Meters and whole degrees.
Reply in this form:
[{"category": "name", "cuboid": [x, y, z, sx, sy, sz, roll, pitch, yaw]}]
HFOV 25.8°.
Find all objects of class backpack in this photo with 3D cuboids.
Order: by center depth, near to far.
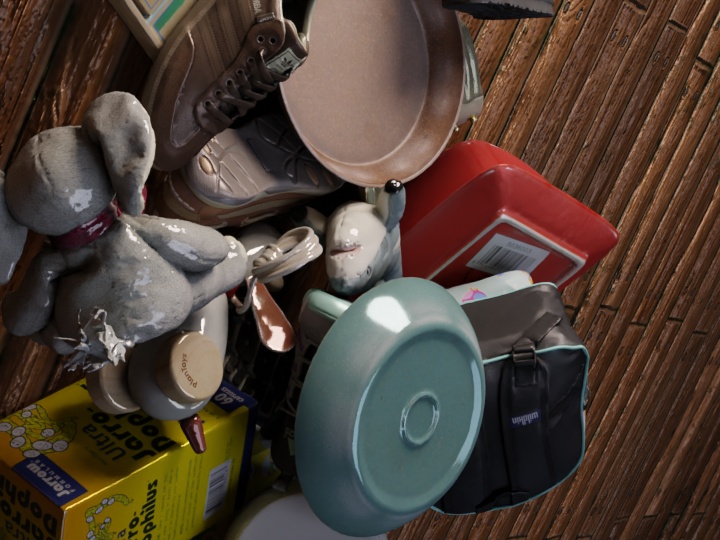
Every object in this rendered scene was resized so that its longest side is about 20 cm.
[{"category": "backpack", "cuboid": [0.107, 0.110, 1.367, 0.174, 0.154, 0.201, -16, 127, -4]}]

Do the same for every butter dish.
[{"category": "butter dish", "cuboid": [0.098, -0.044, 1.426, 0.199, 0.149, 0.199, -40, 138, 25]}]

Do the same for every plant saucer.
[{"category": "plant saucer", "cuboid": [0.034, 0.107, 1.173, 0.199, 0.036, 0.202, -15, 112, -42]}, {"category": "plant saucer", "cuboid": [0.002, -0.164, 1.207, 0.199, 0.034, 0.202, -1, 92, -42]}]

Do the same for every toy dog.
[{"category": "toy dog", "cuboid": [-0.104, 0.056, 1.162, 0.200, 0.132, 0.097, -39, 115, -24]}]

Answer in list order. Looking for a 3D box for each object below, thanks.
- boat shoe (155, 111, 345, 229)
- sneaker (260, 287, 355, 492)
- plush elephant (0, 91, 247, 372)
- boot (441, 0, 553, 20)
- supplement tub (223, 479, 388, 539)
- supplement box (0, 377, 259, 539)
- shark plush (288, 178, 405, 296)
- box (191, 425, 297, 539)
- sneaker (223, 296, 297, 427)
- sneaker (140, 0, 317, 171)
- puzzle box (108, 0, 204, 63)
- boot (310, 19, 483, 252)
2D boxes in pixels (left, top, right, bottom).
[{"category": "boat shoe", "cuboid": [-0.085, -0.072, 1.201, 0.072, 0.076, 0.199, -37, 165, 31]}, {"category": "sneaker", "cuboid": [-0.034, 0.105, 1.215, 0.140, 0.077, 0.200, -60, 164, -18]}, {"category": "plush elephant", "cuboid": [-0.178, -0.029, 1.024, 0.200, 0.163, 0.156, -81, 154, -80]}, {"category": "boot", "cuboid": [0.113, -0.306, 1.256, 0.165, 0.065, 0.202, -7, 96, -68]}, {"category": "supplement tub", "cuboid": [-0.046, 0.243, 1.294, 0.141, 0.140, 0.200, -55, 179, -8]}, {"category": "supplement box", "cuboid": [-0.186, 0.152, 1.187, 0.199, 0.108, 0.110, -27, 138, -45]}, {"category": "shark plush", "cuboid": [0.000, 0.000, 1.245, 0.090, 0.084, 0.200, -11, 163, 0]}, {"category": "box", "cuboid": [-0.092, 0.189, 1.430, 0.199, 0.048, 0.118, -23, 135, -50]}, {"category": "sneaker", "cuboid": [-0.086, 0.097, 1.325, 0.200, 0.089, 0.079, 52, 54, -37]}, {"category": "sneaker", "cuboid": [-0.079, -0.150, 1.070, 0.201, 0.075, 0.070, -61, 151, 0]}, {"category": "puzzle box", "cuboid": [-0.095, -0.241, 1.069, 0.201, 0.025, 0.133, -54, 151, -12]}, {"category": "boot", "cuboid": [0.033, -0.105, 1.333, 0.154, 0.072, 0.201, -28, 133, -38]}]
